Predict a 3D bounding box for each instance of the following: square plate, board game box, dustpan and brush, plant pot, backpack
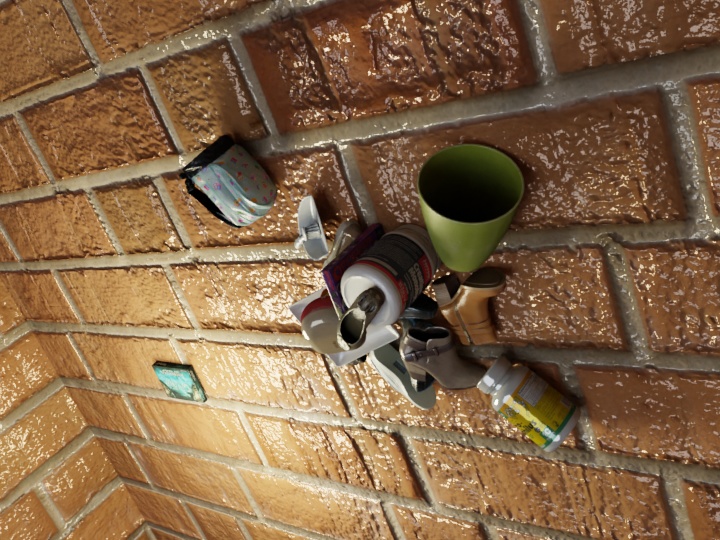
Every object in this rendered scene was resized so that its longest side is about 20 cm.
[{"bbox_3d":[-0.038,0.114,1.774,0.199,0.029,0.199,-29,108,31],"label":"square plate"},{"bbox_3d":[-0.600,0.370,2.539,0.199,0.028,0.136,-1,119,41],"label":"board game box"},{"bbox_3d":[0.000,0.000,1.608,0.032,0.200,0.121,-4,118,41],"label":"board game box"},{"bbox_3d":[-0.122,-0.080,1.749,0.200,0.057,0.141,126,128,-79],"label":"dustpan and brush"},{"bbox_3d":[0.196,-0.095,1.407,0.186,0.187,0.201,28,150,21],"label":"plant pot"},{"bbox_3d":[-0.290,-0.198,1.746,0.126,0.167,0.200,-28,107,43],"label":"backpack"}]

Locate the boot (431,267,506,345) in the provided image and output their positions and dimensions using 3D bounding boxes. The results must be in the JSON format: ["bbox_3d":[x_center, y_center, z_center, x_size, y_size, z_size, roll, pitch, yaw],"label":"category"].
[{"bbox_3d":[0.241,0.082,1.554,0.199,0.077,0.156,-11,111,48],"label":"boot"}]

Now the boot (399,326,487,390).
[{"bbox_3d":[0.182,0.183,1.643,0.198,0.071,0.147,0,132,2],"label":"boot"}]

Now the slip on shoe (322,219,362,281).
[{"bbox_3d":[-0.032,-0.021,1.713,0.061,0.076,0.201,49,137,31],"label":"slip on shoe"}]

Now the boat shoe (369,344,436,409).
[{"bbox_3d":[0.099,0.253,1.827,0.201,0.070,0.072,45,158,1],"label":"boat shoe"}]

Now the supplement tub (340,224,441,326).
[{"bbox_3d":[0.065,0.007,1.556,0.139,0.200,0.141,22,133,26],"label":"supplement tub"}]

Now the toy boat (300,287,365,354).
[{"bbox_3d":[-0.062,0.098,1.685,0.129,0.132,0.200,-10,158,6],"label":"toy boat"}]

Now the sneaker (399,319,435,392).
[{"bbox_3d":[0.133,0.186,1.748,0.082,0.073,0.202,31,133,43],"label":"sneaker"}]

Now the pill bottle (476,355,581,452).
[{"bbox_3d":[0.344,0.270,1.585,0.200,0.113,0.113,39,138,10],"label":"pill bottle"}]

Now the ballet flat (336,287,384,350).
[{"bbox_3d":[-0.009,0.103,1.506,0.067,0.046,0.200,42,141,7],"label":"ballet flat"}]

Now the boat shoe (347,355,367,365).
[{"bbox_3d":[-0.032,0.146,1.854,0.073,0.075,0.201,-1,129,30],"label":"boat shoe"}]

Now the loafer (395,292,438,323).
[{"bbox_3d":[0.077,0.080,1.656,0.198,0.073,0.073,11,123,29],"label":"loafer"}]
